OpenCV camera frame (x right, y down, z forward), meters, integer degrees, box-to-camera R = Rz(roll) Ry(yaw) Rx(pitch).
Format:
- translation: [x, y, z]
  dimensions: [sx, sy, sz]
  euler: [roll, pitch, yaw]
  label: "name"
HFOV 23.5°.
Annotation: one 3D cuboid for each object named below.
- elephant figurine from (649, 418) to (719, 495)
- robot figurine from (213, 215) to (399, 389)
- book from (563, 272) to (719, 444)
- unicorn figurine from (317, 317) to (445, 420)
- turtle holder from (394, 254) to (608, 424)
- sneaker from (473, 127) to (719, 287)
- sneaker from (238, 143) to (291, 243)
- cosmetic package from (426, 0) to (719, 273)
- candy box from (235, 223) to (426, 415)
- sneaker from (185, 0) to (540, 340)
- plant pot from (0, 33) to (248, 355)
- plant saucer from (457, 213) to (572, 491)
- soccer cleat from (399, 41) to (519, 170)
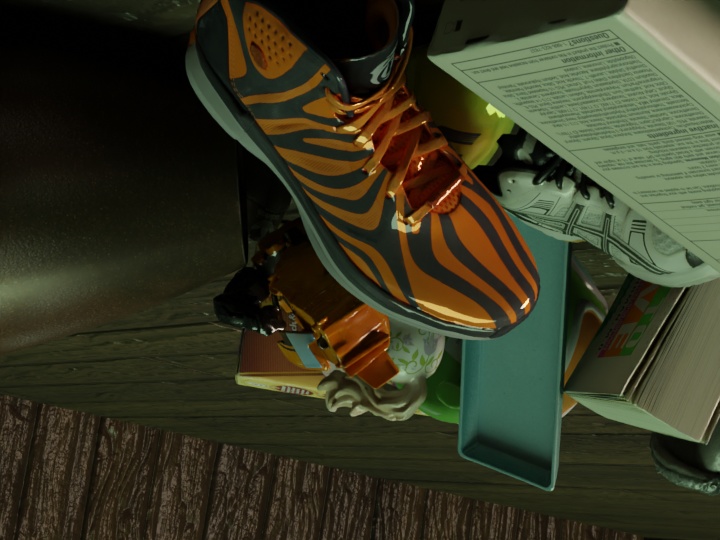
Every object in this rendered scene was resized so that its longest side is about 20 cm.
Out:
- translation: [0.268, 0.107, 1.177]
  dimensions: [0.140, 0.202, 0.155]
  euler: [7, 169, 6]
  label: "elephant figurine"
- translation: [0.000, 0.000, 0.889]
  dimensions: [0.058, 0.144, 0.200]
  euler: [58, 171, -14]
  label: "robot figurine"
- translation: [0.169, 0.018, 0.918]
  dimensions: [0.048, 0.134, 0.200]
  euler: [29, 176, -1]
  label: "book"
- translation: [0.025, -0.004, 1.050]
  dimensions: [0.073, 0.202, 0.137]
  euler: [-15, -161, -34]
  label: "unicorn figurine"
- translation: [0.079, 0.036, 1.134]
  dimensions: [0.131, 0.142, 0.185]
  euler: [17, 165, -40]
  label: "turtle holder"
- translation: [0.110, -0.044, 0.832]
  dimensions: [0.087, 0.076, 0.199]
  euler: [22, 174, -30]
  label: "sneaker"
- translation: [-0.111, -0.048, 1.032]
  dimensions: [0.070, 0.076, 0.199]
  euler: [17, 166, -35]
  label: "sneaker"
- translation: [0.134, -0.068, 0.659]
  dimensions: [0.199, 0.074, 0.103]
  euler: [31, 159, -34]
  label: "cosmetic package"
- translation: [0.015, 0.040, 1.261]
  dimensions: [0.198, 0.118, 0.056]
  euler: [9, 169, -1]
  label: "candy box"
- translation: [0.008, -0.056, 0.730]
  dimensions: [0.200, 0.078, 0.112]
  euler: [42, 155, 0]
  label: "sneaker"
- translation: [-0.160, -0.044, 0.905]
  dimensions: [0.198, 0.189, 0.187]
  euler: [-4, 169, -1]
  label: "plant pot"
- translation: [0.091, 0.026, 0.992]
  dimensions: [0.070, 0.202, 0.019]
  euler: [18, -150, 35]
  label: "plant saucer"
- translation: [0.007, -0.078, 0.827]
  dimensions: [0.083, 0.065, 0.200]
  euler: [20, 165, -27]
  label: "soccer cleat"
